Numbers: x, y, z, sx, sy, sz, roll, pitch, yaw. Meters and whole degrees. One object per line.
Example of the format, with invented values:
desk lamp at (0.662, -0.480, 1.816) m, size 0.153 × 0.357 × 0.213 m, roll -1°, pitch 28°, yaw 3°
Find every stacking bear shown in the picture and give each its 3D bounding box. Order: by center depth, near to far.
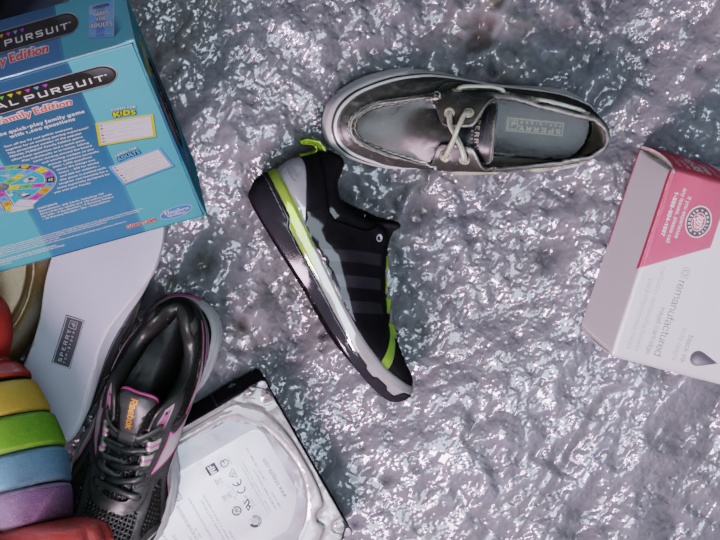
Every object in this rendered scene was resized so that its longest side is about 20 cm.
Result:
stacking bear at (-0.252, 0.102, 1.582) m, size 0.121 × 0.114 × 0.200 m, roll -12°, pitch 81°, yaw -20°

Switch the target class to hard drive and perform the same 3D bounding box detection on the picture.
hard drive at (-0.124, 0.179, 1.707) m, size 0.200 × 0.038 × 0.140 m, roll -29°, pitch 107°, yaw -3°

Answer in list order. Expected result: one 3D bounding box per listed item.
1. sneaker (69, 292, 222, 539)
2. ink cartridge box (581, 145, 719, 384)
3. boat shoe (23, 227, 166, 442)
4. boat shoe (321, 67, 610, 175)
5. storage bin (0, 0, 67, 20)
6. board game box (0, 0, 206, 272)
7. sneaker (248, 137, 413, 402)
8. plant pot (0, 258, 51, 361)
sneaker at (-0.156, 0.105, 1.630) m, size 0.080 × 0.086 × 0.200 m, roll 14°, pitch 83°, yaw 5°
ink cartridge box at (0.281, 0.008, 1.723) m, size 0.200 × 0.083 × 0.147 m, roll 14°, pitch 100°, yaw -14°
boat shoe at (-0.187, 0.026, 1.645) m, size 0.069 × 0.057 × 0.200 m, roll 24°, pitch 98°, yaw 3°
boat shoe at (0.075, -0.102, 1.663) m, size 0.200 × 0.064 × 0.071 m, roll -1°, pitch 104°, yaw -11°
storage bin at (-0.285, -0.224, 1.522) m, size 0.200 × 0.134 × 0.146 m, roll 40°, pitch 93°, yaw -17°
board game box at (-0.194, -0.085, 1.515) m, size 0.151 × 0.047 × 0.200 m, roll -15°, pitch 148°, yaw 1°
sneaker at (0.000, 0.000, 1.669) m, size 0.083 × 0.072 × 0.200 m, roll -32°, pitch 108°, yaw -4°
plant pot at (-0.301, -0.006, 1.629) m, size 0.200 × 0.027 × 0.200 m, roll -3°, pitch 104°, yaw -12°
